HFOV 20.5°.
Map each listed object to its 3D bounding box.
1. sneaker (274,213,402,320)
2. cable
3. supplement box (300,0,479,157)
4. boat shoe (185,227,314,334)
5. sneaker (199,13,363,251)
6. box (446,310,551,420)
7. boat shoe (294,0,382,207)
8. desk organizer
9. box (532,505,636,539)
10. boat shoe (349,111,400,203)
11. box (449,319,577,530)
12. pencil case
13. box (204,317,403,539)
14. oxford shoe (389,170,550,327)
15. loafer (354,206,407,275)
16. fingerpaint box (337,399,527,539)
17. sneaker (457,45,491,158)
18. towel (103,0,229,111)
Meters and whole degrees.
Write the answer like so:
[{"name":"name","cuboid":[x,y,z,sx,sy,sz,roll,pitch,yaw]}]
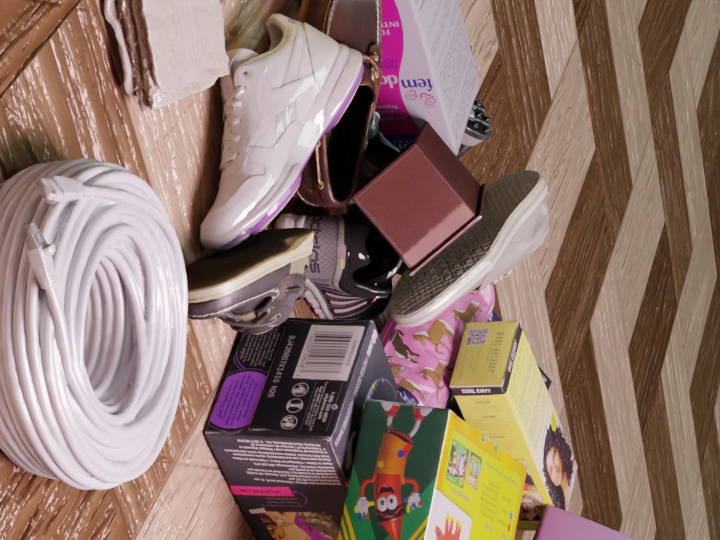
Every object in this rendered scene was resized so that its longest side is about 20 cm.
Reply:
[{"name":"sneaker","cuboid":[0.000,0.000,1.650,0.200,0.087,0.074,39,53,-65]},{"name":"cable","cuboid":[-0.170,0.032,1.211,0.200,0.069,0.201,-25,113,-69]},{"name":"supplement box","cuboid":[0.027,-0.202,1.710,0.200,0.101,0.104,69,28,-43]},{"name":"boat shoe","cuboid":[-0.076,0.014,1.465,0.201,0.071,0.066,-38,120,-71]},{"name":"sneaker","cuboid":[-0.079,-0.103,1.484,0.200,0.099,0.075,-61,-168,-26]},{"name":"box","cuboid":[0.084,0.119,1.814,0.141,0.079,0.200,52,32,-14]},{"name":"boat shoe","cuboid":[-0.013,-0.148,1.575,0.070,0.070,0.201,3,98,-33]},{"name":"desk organizer","cuboid":[0.049,-0.063,1.616,0.077,0.072,0.200,50,10,-4]},{"name":"box","cuboid":[0.153,0.326,1.646,0.176,0.096,0.201,-50,161,-71]},{"name":"boat shoe","cuboid":[-0.007,-0.130,1.671,0.200,0.062,0.073,65,33,-48]},{"name":"box","cuboid":[0.133,0.135,1.698,0.200,0.050,0.075,63,33,-42]},{"name":"pencil case","cuboid":[0.049,0.066,1.675,0.200,0.083,0.087,-58,165,-48]},{"name":"box","cuboid":[-0.028,0.145,1.542,0.200,0.106,0.123,70,30,-44]},{"name":"oxford shoe","cuboid":[0.098,-0.009,1.665,0.200,0.075,0.058,-44,127,-35]},{"name":"loafer","cuboid":[0.050,-0.030,1.809,0.200,0.073,0.071,-4,92,-70]},{"name":"fingerpaint box","cuboid":[0.051,0.203,1.501,0.200,0.073,0.168,38,61,-63]},{"name":"sneaker","cuboid":[0.064,-0.166,1.871,0.066,0.091,0.200,23,35,-29]},{"name":"towel","cuboid":[-0.137,-0.215,1.361,0.133,0.034,0.201,-36,123,-68]}]
